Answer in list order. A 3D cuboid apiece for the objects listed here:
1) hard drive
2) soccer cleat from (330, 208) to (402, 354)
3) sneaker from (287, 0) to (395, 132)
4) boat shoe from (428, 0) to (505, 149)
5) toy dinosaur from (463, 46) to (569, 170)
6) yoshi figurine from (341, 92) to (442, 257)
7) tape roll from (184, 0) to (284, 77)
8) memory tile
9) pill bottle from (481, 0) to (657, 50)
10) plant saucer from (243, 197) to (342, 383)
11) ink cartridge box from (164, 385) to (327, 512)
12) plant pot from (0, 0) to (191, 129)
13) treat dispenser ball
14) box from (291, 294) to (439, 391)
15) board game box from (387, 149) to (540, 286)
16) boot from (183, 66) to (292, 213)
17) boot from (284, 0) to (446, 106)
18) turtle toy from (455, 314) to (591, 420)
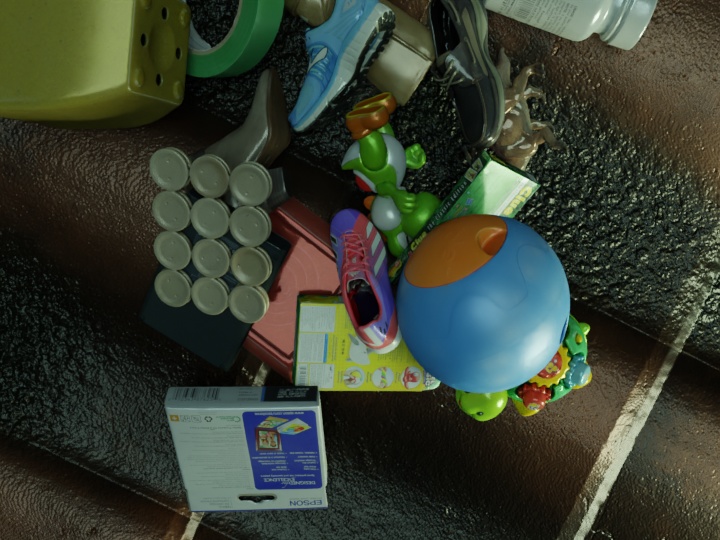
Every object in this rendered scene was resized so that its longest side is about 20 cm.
[{"bbox_3d":[-0.187,0.016,1.002,0.138,0.033,0.202,30,117,0],"label":"hard drive"},{"bbox_3d":[0.000,0.000,0.972,0.067,0.073,0.203,-23,61,13],"label":"soccer cleat"},{"bbox_3d":[-0.037,-0.260,0.990,0.090,0.078,0.201,44,123,11],"label":"sneaker"},{"bbox_3d":[0.118,-0.242,0.967,0.072,0.074,0.204,-1,72,-30],"label":"boat shoe"},{"bbox_3d":[0.179,-0.183,1.017,0.133,0.086,0.204,-16,89,8],"label":"toy dinosaur"},{"bbox_3d":[0.054,-0.115,1.005,0.111,0.112,0.203,-26,113,-20],"label":"yoshi figurine"},{"bbox_3d":[-0.179,-0.337,0.961,0.197,0.048,0.205,10,108,34],"label":"tape roll"},{"bbox_3d":[-0.176,-0.040,0.947,0.150,0.017,0.204,10,114,11],"label":"memory tile"},{"bbox_3d":[0.257,-0.349,0.984,0.196,0.114,0.116,19,95,-2],"label":"pill bottle"},{"bbox_3d":[-0.107,0.016,1.052,0.198,0.037,0.201,37,93,-4],"label":"plant saucer"},{"bbox_3d":[-0.142,0.235,1.048,0.193,0.047,0.203,-1,129,1],"label":"ink cartridge box"},{"bbox_3d":[-0.309,-0.263,0.917,0.196,0.195,0.199,8,95,19],"label":"plant pot"},{"bbox_3d":[0.139,0.038,0.918,0.196,0.201,0.206,0,95,-1],"label":"treat dispenser ball"},{"bbox_3d":[0.013,0.094,1.036,0.195,0.048,0.120,3,102,-10],"label":"box"},{"bbox_3d":[0.126,-0.050,0.994,0.104,0.024,0.201,18,120,-39],"label":"board game box"},{"bbox_3d":[-0.162,-0.149,1.022,0.143,0.070,0.204,-12,71,18],"label":"boot"},{"bbox_3d":[0.025,-0.340,1.011,0.198,0.066,0.176,35,106,-2],"label":"boot"},{"bbox_3d":[0.211,0.122,1.031,0.198,0.101,0.147,-30,95,2],"label":"turtle toy"}]
